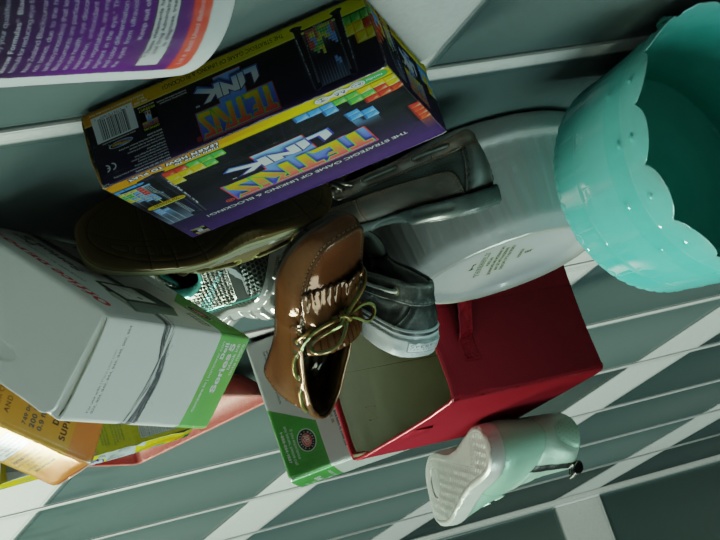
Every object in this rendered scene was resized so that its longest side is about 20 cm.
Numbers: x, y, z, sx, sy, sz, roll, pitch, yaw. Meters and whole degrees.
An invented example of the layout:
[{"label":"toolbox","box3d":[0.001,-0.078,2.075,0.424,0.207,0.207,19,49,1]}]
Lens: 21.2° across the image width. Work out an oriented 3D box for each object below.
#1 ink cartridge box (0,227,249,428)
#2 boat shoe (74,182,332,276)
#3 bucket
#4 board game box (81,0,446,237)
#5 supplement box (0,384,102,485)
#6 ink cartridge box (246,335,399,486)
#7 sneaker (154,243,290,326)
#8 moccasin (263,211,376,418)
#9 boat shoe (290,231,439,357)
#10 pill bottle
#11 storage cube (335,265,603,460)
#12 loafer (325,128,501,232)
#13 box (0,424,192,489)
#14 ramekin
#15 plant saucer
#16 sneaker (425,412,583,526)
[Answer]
[{"label":"ink cartridge box","box3d":[-0.196,0.043,1.380,0.084,0.145,0.200,-63,155,6]},{"label":"boat shoe","box3d":[-0.117,-0.026,1.401,0.200,0.074,0.066,-11,158,-27]},{"label":"bucket","box3d":[0.252,-0.084,1.424,0.207,0.208,0.135,-11,172,-29]},{"label":"board game box","box3d":[-0.059,-0.096,1.264,0.200,0.057,0.165,-22,164,12]},{"label":"supplement box","box3d":[-0.289,0.086,1.415,0.200,0.067,0.069,26,147,-22]},{"label":"ink cartridge box","box3d":[0.007,0.112,1.904,0.200,0.147,0.083,-19,167,4]},{"label":"sneaker","box3d":[-0.133,0.010,1.548,0.091,0.078,0.200,20,152,-27]},{"label":"moccasin","box3d":[-0.028,0.037,1.454,0.074,0.078,0.202,-23,145,-36]},{"label":"boat shoe","box3d":[0.000,0.000,1.532,0.072,0.071,0.200,-7,-154,-40]},{"label":"pill bottle","box3d":[-0.166,-0.139,0.873,0.200,0.112,0.111,-8,161,-37]},{"label":"storage cube","box3d":[0.081,0.055,1.744,0.180,0.171,0.200,-8,162,-36]},{"label":"loafer","box3d":[0.017,-0.064,1.465,0.200,0.063,0.072,-8,-171,36]},{"label":"box","box3d":[-0.254,0.112,1.633,0.200,0.118,0.048,-14,169,-16]},{"label":"ramekin","box3d":[0.105,-0.045,1.568,0.202,0.094,0.202,-18,165,-5]},{"label":"plant saucer","box3d":[-0.219,0.150,1.970,0.200,0.037,0.200,-28,163,26]},{"label":"sneaker","box3d":[0.138,0.190,1.821,0.118,0.074,0.200,-6,162,-21]}]
